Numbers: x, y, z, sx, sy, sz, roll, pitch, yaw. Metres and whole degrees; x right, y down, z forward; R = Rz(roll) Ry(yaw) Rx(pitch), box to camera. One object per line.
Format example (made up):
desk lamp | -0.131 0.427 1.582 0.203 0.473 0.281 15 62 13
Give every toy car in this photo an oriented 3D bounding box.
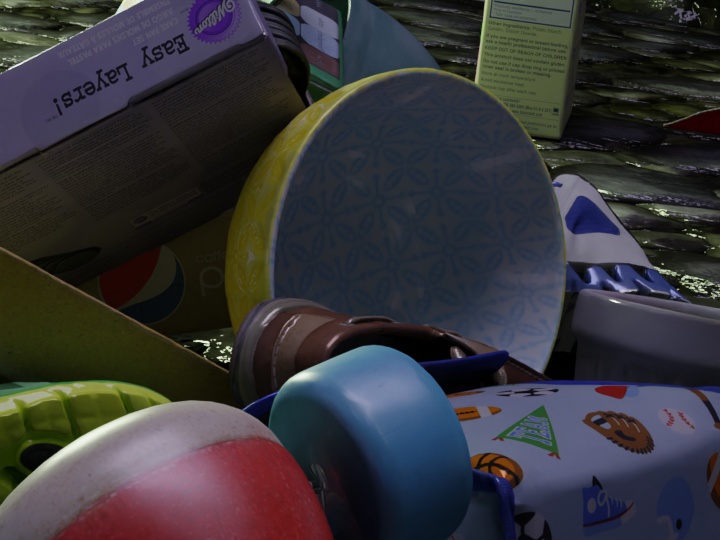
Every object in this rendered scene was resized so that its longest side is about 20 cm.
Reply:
toy car | -0.027 0.154 0.501 0.184 0.177 0.200 -20 57 -34

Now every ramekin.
ramekin | 0.184 0.077 0.844 0.199 0.106 0.200 10 2 0

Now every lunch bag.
lunch bag | 0.031 0.098 0.735 0.199 0.125 0.169 0 6 44

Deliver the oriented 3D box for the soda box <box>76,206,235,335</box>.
soda box | -0.086 -0.006 1.080 0.198 0.068 0.064 -7 14 4

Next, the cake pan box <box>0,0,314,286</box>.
cake pan box | -0.115 -0.062 0.953 0.199 0.053 0.184 -27 -15 4

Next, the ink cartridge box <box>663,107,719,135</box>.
ink cartridge box | 0.217 -0.013 0.800 0.174 0.085 0.200 10 2 2

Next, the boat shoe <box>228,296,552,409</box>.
boat shoe | 0.033 0.062 0.890 0.199 0.076 0.072 12 -6 -39

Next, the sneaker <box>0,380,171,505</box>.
sneaker | -0.167 0.072 0.819 0.199 0.075 0.084 0 20 -23

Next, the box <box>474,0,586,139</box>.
box | 0.179 -0.252 1.974 0.096 0.202 0.176 9 15 8

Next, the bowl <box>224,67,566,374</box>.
bowl | 0.000 0.000 0.978 0.199 0.202 0.107 -5 4 -40

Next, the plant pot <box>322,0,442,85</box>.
plant pot | -0.003 -0.068 1.252 0.134 0.201 0.200 27 9 -17

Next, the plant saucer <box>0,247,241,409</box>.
plant saucer | -0.172 0.026 0.906 0.199 0.049 0.200 15 -14 46

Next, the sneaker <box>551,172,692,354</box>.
sneaker | 0.101 -0.008 1.154 0.198 0.081 0.115 16 31 -25

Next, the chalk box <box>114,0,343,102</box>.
chalk box | -0.089 -0.117 1.133 0.123 0.201 0.125 27 25 -15
